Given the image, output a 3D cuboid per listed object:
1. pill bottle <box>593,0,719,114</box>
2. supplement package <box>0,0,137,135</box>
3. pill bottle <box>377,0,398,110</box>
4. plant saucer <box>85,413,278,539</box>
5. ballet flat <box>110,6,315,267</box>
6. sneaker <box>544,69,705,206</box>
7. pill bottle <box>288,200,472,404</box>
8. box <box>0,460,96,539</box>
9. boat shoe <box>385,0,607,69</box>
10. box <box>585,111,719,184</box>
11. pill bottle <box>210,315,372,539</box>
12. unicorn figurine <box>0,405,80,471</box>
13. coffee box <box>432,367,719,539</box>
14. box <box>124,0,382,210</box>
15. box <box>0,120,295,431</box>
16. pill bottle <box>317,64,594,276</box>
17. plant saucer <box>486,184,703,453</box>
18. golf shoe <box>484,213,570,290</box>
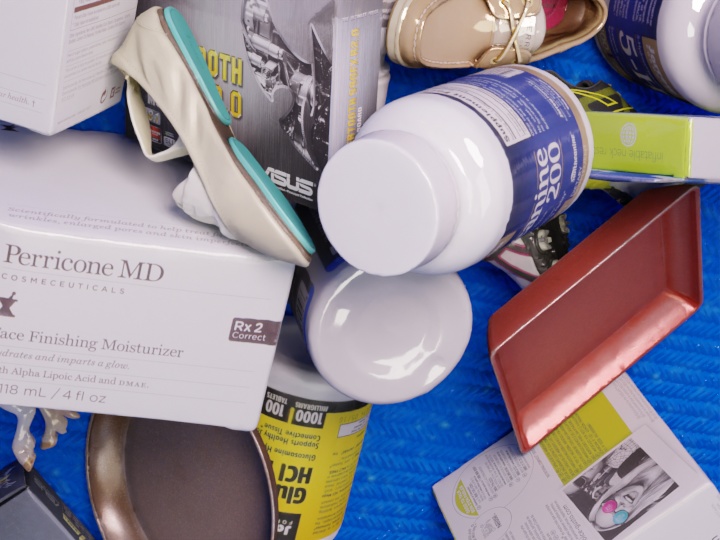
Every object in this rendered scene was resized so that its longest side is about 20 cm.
[{"bbox_3d":[0.249,-0.172,1.044,0.119,0.200,0.120,-3,106,-12],"label":"pill bottle"},{"bbox_3d":[-0.208,-0.204,0.945,0.116,0.117,0.201,16,111,10],"label":"supplement package"},{"bbox_3d":[-0.011,-0.211,1.017,0.110,0.111,0.201,1,113,-15],"label":"pill bottle"},{"bbox_3d":[-0.130,0.162,1.133,0.032,0.200,0.201,-15,124,-51],"label":"plant saucer"},{"bbox_3d":[-0.100,-0.074,0.951,0.069,0.200,0.070,-27,163,-9],"label":"ballet flat"},{"bbox_3d":[0.196,-0.103,1.140,0.199,0.085,0.074,9,153,-39],"label":"sneaker"},{"bbox_3d":[0.000,0.000,1.065,0.113,0.200,0.114,-5,115,-11],"label":"pill bottle"},{"bbox_3d":[-0.273,0.267,1.199,0.157,0.051,0.200,-33,117,0],"label":"box"},{"bbox_3d":[0.100,-0.174,1.033,0.200,0.069,0.074,-23,130,-44],"label":"boat shoe"},{"bbox_3d":[0.244,-0.083,1.046,0.199,0.122,0.048,0,96,-30],"label":"box"},{"bbox_3d":[-0.059,0.146,1.165,0.112,0.113,0.201,6,112,-17],"label":"pill bottle"},{"bbox_3d":[-0.310,0.103,1.111,0.200,0.074,0.138,-31,109,-15],"label":"unicorn figurine"},{"bbox_3d":[0.206,0.238,1.226,0.197,0.200,0.200,-35,117,4],"label":"coffee box"},{"bbox_3d":[-0.075,-0.142,0.988,0.048,0.200,0.159,-23,125,-44],"label":"box"},{"bbox_3d":[-0.167,-0.002,1.020,0.198,0.200,0.131,7,112,-18],"label":"box"},{"bbox_3d":[0.060,-0.061,0.945,0.111,0.200,0.111,10,110,29],"label":"pill bottle"},{"bbox_3d":[0.178,0.033,1.161,0.199,0.037,0.200,-39,151,-8],"label":"plant saucer"},{"bbox_3d":[0.103,-0.041,1.157,0.088,0.077,0.200,-14,131,27],"label":"golf shoe"}]
